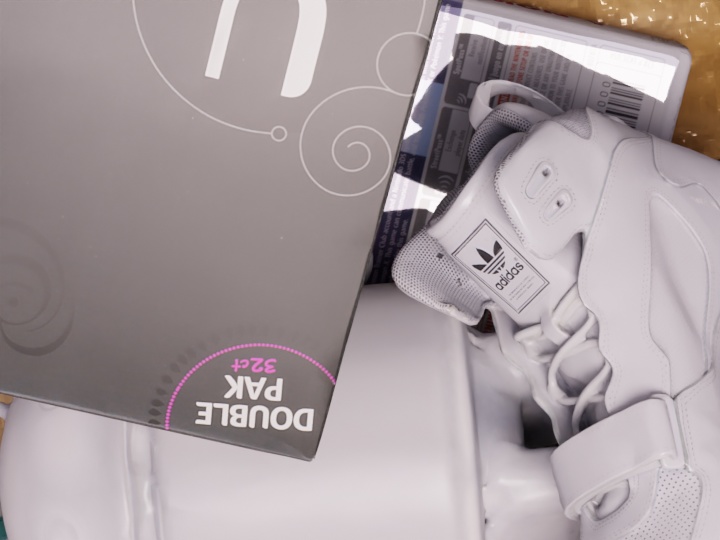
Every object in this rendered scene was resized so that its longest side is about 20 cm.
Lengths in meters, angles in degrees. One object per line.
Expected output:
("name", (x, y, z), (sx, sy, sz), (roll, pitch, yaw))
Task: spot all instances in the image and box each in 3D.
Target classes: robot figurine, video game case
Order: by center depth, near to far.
("robot figurine", (-0.028, 0.064, 0.906), (0.200, 0.113, 0.170), (-4, 63, 0))
("video game case", (0.000, 0.000, 0.962), (0.182, 0.023, 0.200), (13, 102, -3))

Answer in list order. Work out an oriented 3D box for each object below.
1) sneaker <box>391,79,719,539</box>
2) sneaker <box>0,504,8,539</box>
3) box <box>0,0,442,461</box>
("sneaker", (0.066, 0.033, 0.837), (0.115, 0.200, 0.075), (26, 142, -18))
("sneaker", (-0.133, 0.112, 0.947), (0.200, 0.093, 0.070), (24, 101, -6))
("box", (-0.058, -0.072, 0.784), (0.148, 0.124, 0.200), (14, 109, -6))
